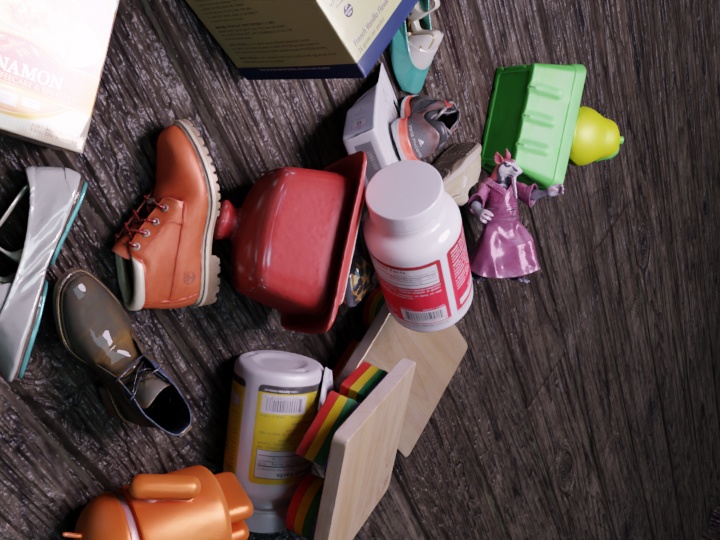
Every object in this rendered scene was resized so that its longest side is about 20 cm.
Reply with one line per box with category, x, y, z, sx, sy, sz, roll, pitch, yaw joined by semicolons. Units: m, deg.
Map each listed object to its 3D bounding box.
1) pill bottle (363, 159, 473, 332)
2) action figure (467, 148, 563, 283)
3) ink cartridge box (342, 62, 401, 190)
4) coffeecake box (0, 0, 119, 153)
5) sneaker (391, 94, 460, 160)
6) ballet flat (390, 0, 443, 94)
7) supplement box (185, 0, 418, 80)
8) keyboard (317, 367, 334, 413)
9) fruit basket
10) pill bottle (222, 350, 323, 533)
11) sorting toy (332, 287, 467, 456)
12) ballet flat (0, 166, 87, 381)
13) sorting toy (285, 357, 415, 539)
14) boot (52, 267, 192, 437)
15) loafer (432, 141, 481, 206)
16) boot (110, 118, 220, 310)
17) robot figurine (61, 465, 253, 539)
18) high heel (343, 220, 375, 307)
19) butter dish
pill bottle;0.066;-0.026;0.849;0.113;0.112;0.201;-51;147;-24
action figure;0.221;-0.085;1.129;0.132;0.149;0.203;-3;97;-13
ink cartridge box;0.032;-0.155;0.961;0.201;0.056;0.163;-89;158;-54
coffeecake box;-0.295;-0.219;0.618;0.153;0.073;0.202;13;90;-46
sneaker;0.098;-0.193;0.980;0.200;0.081;0.078;-69;140;-60
ballet flat;0.074;-0.333;0.977;0.067;0.070;0.202;-30;121;-38
supplement box;-0.078;-0.311;0.728;0.135;0.199;0.200;-58;133;-20
keyboard;-0.044;0.186;0.951;0.201;0.011;0.057;89;14;-62
fruit basket;0.313;-0.228;1.192;0.214;0.155;0.218;-6;102;-30
pill bottle;-0.110;0.208;0.898;0.111;0.111;0.203;1;100;-46
sorting toy;0.049;0.130;1.066;0.200;0.069;0.200;-57;134;-21
ballet flat;-0.312;-0.003;0.673;0.069;0.069;0.202;23;79;-47
sorting toy;-0.017;0.222;0.877;0.199;0.069;0.202;-36;141;-59
boot;-0.228;0.086;0.730;0.075;0.096;0.201;-49;142;-36
loafer;0.123;-0.119;1.082;0.200;0.075;0.069;-41;121;-32
boot;-0.205;-0.054;0.760;0.106;0.075;0.203;-9;107;-37
robot figurine;-0.218;0.280;0.791;0.198;0.144;0.118;-9;74;-34
high heel;0.000;0.000;0.942;0.200;0.071;0.144;59;30;-66
butter dish;-0.095;-0.040;0.822;0.146;0.200;0.202;14;83;-21
